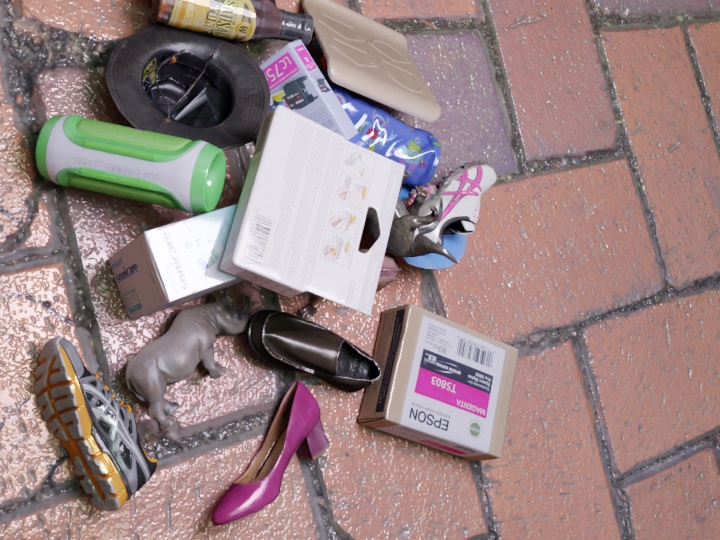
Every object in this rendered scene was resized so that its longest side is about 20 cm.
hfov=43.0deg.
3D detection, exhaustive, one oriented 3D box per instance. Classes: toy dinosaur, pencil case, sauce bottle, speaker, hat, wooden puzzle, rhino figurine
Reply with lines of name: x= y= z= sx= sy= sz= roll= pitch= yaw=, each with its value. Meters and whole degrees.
toy dinosaur: x=0.000 y=0.000 z=1.184 sx=0.200 sy=0.135 sz=0.086 roll=-11 pitch=84 yaw=-38
pencil case: x=0.019 y=-0.188 z=1.262 sx=0.200 sy=0.078 sz=0.087 roll=26 pitch=91 yaw=-18
sauce bottle: x=-0.157 y=-0.322 z=1.140 sx=0.200 sy=0.066 sz=0.066 roll=5 pitch=77 yaw=-23
speaker: x=-0.259 y=-0.121 z=1.036 sx=0.200 sy=0.088 sz=0.089 roll=12 pitch=70 yaw=7
hat: x=-0.217 y=-0.208 z=1.133 sx=0.200 sy=0.081 sz=0.201 roll=10 pitch=60 yaw=-18
wooden puzzle: x=0.008 y=-0.290 z=1.277 sx=0.185 sy=0.046 sz=0.200 roll=17 pitch=39 yaw=-31
toy dinosaur: x=0.042 y=-0.067 z=1.180 sx=0.200 sy=0.102 sz=0.077 roll=37 pitch=26 yaw=1
rhino figurine: x=-0.198 y=0.092 z=1.093 sx=0.200 sy=0.060 sz=0.088 roll=-46 pitch=107 yaw=-32

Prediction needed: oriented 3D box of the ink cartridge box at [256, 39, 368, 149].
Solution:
ink cartridge box: x=-0.075 y=-0.183 z=1.192 sx=0.200 sy=0.119 sz=0.042 roll=56 pitch=32 yaw=-10

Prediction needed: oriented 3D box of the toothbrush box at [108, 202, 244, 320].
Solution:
toothbrush box: x=-0.175 y=-0.019 z=1.079 sx=0.200 sy=0.146 sz=0.085 roll=-20 pitch=90 yaw=-34

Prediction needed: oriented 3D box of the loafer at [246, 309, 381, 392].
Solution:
loafer: x=-0.052 y=0.098 z=1.163 sx=0.200 sy=0.071 sz=0.073 roll=24 pitch=67 yaw=-32

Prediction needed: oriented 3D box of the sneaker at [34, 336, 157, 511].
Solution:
sneaker: x=-0.295 y=0.164 z=1.016 sx=0.077 sy=0.078 sz=0.200 roll=-28 pitch=98 yaw=-46

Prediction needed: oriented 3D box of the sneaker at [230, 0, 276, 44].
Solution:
sneaker: x=-0.187 y=-0.348 z=1.187 sx=0.200 sy=0.071 sz=0.099 roll=-13 pitch=81 yaw=-37

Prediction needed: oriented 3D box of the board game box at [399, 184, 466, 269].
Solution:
board game box: x=0.055 y=-0.071 z=1.282 sx=0.200 sy=0.039 sz=0.158 roll=45 pitch=41 yaw=7

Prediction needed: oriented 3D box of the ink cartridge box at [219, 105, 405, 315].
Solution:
ink cartridge box: x=-0.051 y=-0.064 z=1.051 sx=0.176 sy=0.045 sz=0.200 roll=23 pitch=68 yaw=-24

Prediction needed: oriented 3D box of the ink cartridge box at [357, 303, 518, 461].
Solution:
ink cartridge box: x=0.112 y=0.157 z=1.258 sx=0.200 sy=0.075 sz=0.165 roll=22 pitch=67 yaw=-26

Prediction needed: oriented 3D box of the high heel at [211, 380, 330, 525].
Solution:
high heel: x=-0.120 y=0.220 z=1.106 sx=0.200 sy=0.067 sz=0.096 roll=-37 pitch=109 yaw=-47

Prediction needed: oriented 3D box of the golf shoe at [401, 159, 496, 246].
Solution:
golf shoe: x=0.132 y=-0.088 z=1.273 sx=0.200 sy=0.073 sz=0.092 roll=-32 pitch=79 yaw=-39
